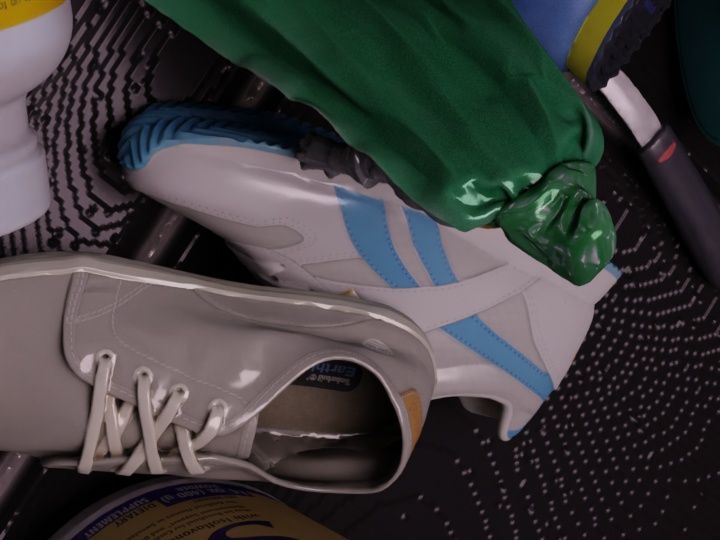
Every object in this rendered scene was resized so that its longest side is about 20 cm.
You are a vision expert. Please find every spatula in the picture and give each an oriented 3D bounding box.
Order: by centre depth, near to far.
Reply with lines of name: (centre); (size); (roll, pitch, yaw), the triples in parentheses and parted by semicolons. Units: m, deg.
spatula: (0.100, -0.063, 0.942); (0.057, 0.020, 0.200); (-47, 122, -17)

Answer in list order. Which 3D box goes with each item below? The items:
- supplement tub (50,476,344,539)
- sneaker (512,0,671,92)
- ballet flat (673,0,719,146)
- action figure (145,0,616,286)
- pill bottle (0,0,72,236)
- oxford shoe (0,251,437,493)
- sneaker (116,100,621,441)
supplement tub: (-0.023, 0.160, 0.798); (0.144, 0.200, 0.147); (-8, 105, -31)
sneaker: (0.106, -0.161, 0.856); (0.201, 0.078, 0.066); (-54, 164, -1)
ballet flat: (0.154, -0.147, 0.931); (0.073, 0.073, 0.202); (-16, 107, -29)
action figure: (0.013, -0.062, 0.782); (0.118, 0.200, 0.055); (-27, 141, -22)
pill bottle: (-0.142, -0.110, 0.725); (0.104, 0.104, 0.202); (-17, 110, -28)
oxford shoe: (-0.069, 0.039, 0.804); (0.198, 0.058, 0.076); (4, 126, -12)
sneaker: (0.000, 0.000, 0.862); (0.199, 0.076, 0.081); (22, 97, -31)
